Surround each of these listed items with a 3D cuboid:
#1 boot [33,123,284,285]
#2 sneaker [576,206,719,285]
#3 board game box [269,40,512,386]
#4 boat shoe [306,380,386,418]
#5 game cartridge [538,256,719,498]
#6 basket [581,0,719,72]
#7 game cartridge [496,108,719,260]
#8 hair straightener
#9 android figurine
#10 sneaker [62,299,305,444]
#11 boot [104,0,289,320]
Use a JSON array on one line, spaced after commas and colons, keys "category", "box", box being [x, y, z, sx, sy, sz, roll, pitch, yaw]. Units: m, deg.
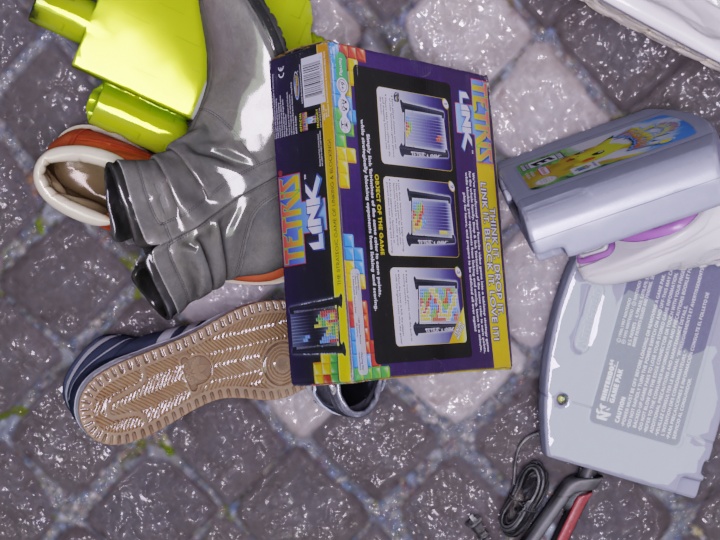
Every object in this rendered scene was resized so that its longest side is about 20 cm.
[{"category": "boot", "box": [-0.129, -0.037, 0.832, 0.198, 0.107, 0.076, 22, 97, -4]}, {"category": "sneaker", "box": [0.242, -0.024, 0.799, 0.198, 0.075, 0.100, -23, 121, 15]}, {"category": "board game box", "box": [0.023, -0.032, 0.776, 0.056, 0.164, 0.203, -8, 83, 40]}, {"category": "boat shoe", "box": [0.000, 0.000, 0.835, 0.071, 0.068, 0.203, 9, 88, -18]}, {"category": "game cartridge", "box": [0.199, 0.045, 0.855, 0.131, 0.041, 0.203, 16, 91, -4]}, {"category": "basket", "box": [0.211, -0.216, 0.777, 0.198, 0.123, 0.137, 27, 100, -3]}, {"category": "game cartridge", "box": [0.157, -0.061, 0.768, 0.131, 0.200, 0.041, -16, 103, 4]}, {"category": "hair straightener", "box": [0.117, 0.197, 0.896, 0.076, 0.041, 0.202, 26, 100, -3]}, {"category": "android figurine", "box": [-0.115, -0.169, 0.823, 0.198, 0.041, 0.184, 21, 91, -17]}, {"category": "sneaker", "box": [-0.120, 0.066, 0.876, 0.198, 0.108, 0.071, -17, 98, -26]}, {"category": "boot", "box": [-0.103, -0.079, 0.767, 0.129, 0.067, 0.203, -19, 103, -26]}]
